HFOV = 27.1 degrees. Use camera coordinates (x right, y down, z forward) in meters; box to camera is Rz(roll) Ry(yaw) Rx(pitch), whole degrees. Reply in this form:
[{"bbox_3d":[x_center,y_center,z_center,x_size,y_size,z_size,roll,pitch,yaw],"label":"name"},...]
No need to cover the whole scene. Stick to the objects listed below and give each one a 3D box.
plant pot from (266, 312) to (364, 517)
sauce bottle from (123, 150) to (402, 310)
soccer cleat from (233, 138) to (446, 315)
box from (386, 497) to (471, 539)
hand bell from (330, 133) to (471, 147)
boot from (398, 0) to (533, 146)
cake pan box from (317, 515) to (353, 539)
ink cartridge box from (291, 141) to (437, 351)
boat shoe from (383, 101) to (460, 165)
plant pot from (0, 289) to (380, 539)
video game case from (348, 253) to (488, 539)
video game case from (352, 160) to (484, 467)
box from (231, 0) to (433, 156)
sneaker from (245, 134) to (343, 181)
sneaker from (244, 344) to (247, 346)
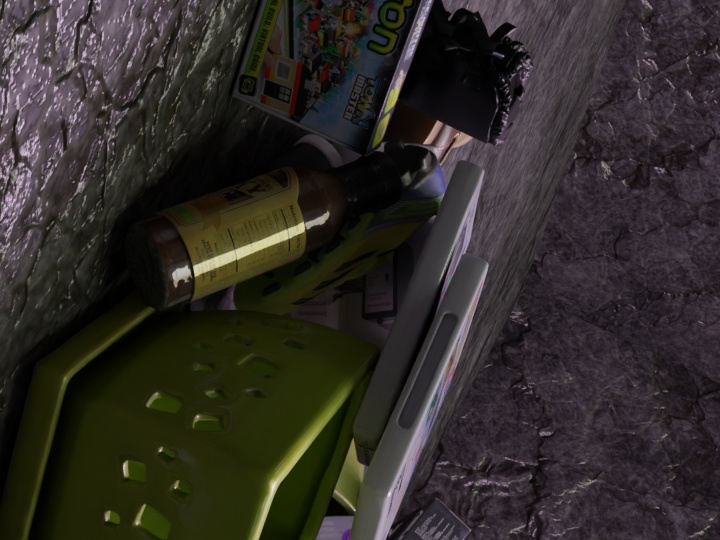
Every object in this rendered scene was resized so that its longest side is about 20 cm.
[{"bbox_3d":[-0.066,0.146,1.348,0.200,0.200,0.190,102,6,-50],"label":"plant pot"},{"bbox_3d":[-0.062,-0.033,1.012,0.200,0.065,0.065,-22,145,-32],"label":"sauce bottle"},{"bbox_3d":[-0.008,-0.016,1.105,0.200,0.065,0.084,-40,136,-26],"label":"soccer cleat"},{"bbox_3d":[-0.005,0.298,1.278,0.200,0.049,0.161,-47,-178,-32],"label":"box"},{"bbox_3d":[0.023,-0.131,1.418,0.200,0.104,0.104,-36,151,-46],"label":"hand bell"},{"bbox_3d":[0.052,-0.149,1.250,0.198,0.162,0.073,101,16,-56],"label":"boot"},{"bbox_3d":[-0.108,0.263,1.244,0.184,0.200,0.052,-47,-131,47],"label":"cake pan box"},{"bbox_3d":[0.000,0.000,1.231,0.145,0.084,0.201,177,-86,-72],"label":"ink cartridge box"},{"bbox_3d":[0.024,-0.078,1.351,0.200,0.070,0.070,-49,151,6],"label":"boat shoe"},{"bbox_3d":[-0.121,0.129,0.989,0.199,0.181,0.200,-45,158,-60],"label":"plant pot"},{"bbox_3d":[0.036,0.108,1.044,0.200,0.024,0.182,99,15,-62],"label":"video game case"},{"bbox_3d":[0.041,0.039,1.072,0.182,0.023,0.200,85,27,-76],"label":"video game case"},{"bbox_3d":[-0.006,-0.192,1.018,0.035,0.110,0.200,-40,153,-65],"label":"box"},{"bbox_3d":[-0.085,-0.020,1.173,0.099,0.071,0.200,-34,163,-36],"label":"sneaker"},{"bbox_3d":[-0.156,0.139,1.187,0.088,0.076,0.200,-11,122,-60],"label":"sneaker"}]
